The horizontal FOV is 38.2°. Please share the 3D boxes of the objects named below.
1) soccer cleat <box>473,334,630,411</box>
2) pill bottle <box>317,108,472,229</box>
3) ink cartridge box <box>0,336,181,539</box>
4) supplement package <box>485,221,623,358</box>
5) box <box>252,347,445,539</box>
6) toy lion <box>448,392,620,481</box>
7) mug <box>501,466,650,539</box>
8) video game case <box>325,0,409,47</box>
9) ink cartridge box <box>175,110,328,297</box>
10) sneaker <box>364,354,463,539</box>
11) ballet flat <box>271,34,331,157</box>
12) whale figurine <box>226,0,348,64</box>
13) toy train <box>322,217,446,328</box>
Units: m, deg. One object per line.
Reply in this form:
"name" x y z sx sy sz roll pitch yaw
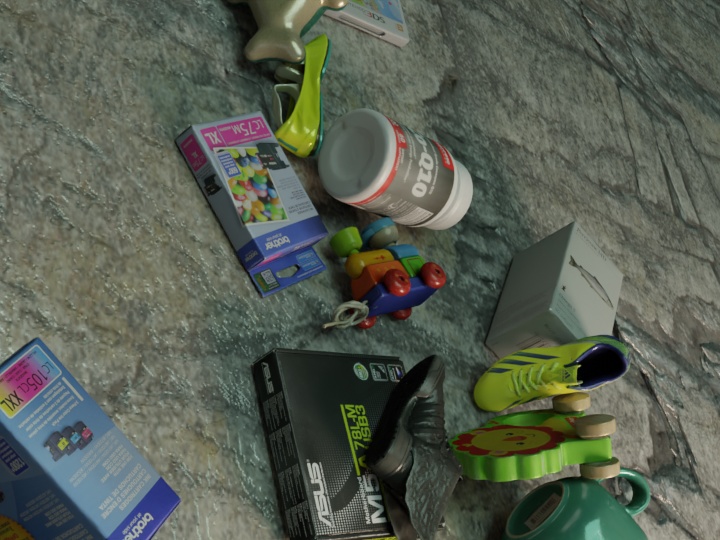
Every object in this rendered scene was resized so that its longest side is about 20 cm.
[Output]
"soccer cleat" 0.235 0.128 1.281 0.084 0.199 0.065 -86 158 -79
"pill bottle" 0.050 -0.119 1.295 0.199 0.113 0.115 16 53 -51
"ink cartridge box" -0.232 0.167 0.796 0.200 0.136 0.076 50 41 -9
"supplement package" 0.268 0.051 1.422 0.117 0.117 0.201 44 40 -15
"box" -0.010 0.185 1.093 0.192 0.047 0.201 12 56 -46
"toy lion" 0.195 0.202 1.223 0.200 0.190 0.069 -94 177 -85
"mug" 0.239 0.302 1.195 0.115 0.152 0.185 47 38 -9
"video game case" -0.015 -0.439 1.526 0.181 0.022 0.202 12 56 -42
"ink cartridge box" -0.112 -0.079 1.169 0.119 0.042 0.201 -23 85 -51
"sneaker" 0.068 0.189 1.095 0.104 0.060 0.200 46 43 -13
"ballet flat" -0.076 -0.227 1.292 0.067 0.067 0.201 15 54 -16
"whale figurine" -0.092 -0.333 1.313 0.158 0.104 0.202 3 65 6
"toy train" 0.000 0.000 1.207 0.199 0.085 0.116 -10 62 -49
